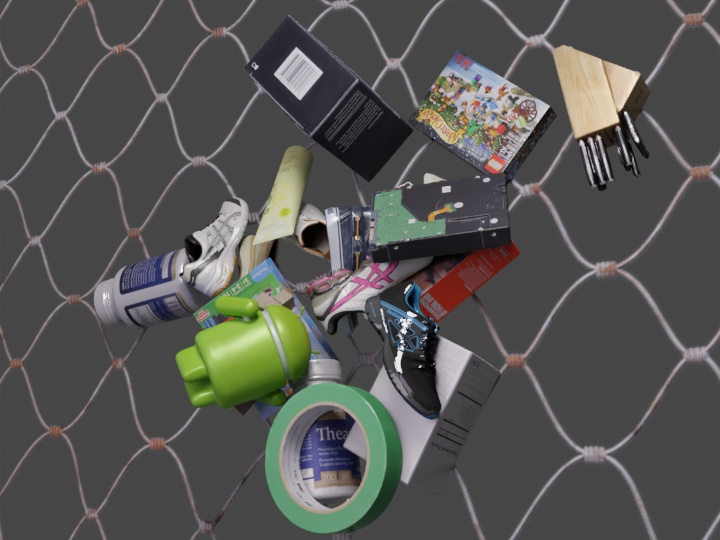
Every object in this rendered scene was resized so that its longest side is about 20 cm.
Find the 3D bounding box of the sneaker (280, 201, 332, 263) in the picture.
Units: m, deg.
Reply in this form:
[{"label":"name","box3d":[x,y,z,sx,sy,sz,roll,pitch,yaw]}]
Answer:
[{"label":"sneaker","box3d":[-0.090,-0.073,1.767,0.199,0.084,0.074,27,89,35]}]

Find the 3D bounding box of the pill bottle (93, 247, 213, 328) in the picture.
[{"label":"pill bottle","box3d":[-0.349,0.036,1.857,0.197,0.111,0.113,-14,66,24]}]

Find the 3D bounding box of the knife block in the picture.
[{"label":"knife block","box3d":[0.333,-0.213,1.590,0.199,0.064,0.177,30,88,33]}]

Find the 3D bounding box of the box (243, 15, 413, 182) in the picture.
[{"label":"box","box3d":[-0.049,-0.271,1.742,0.118,0.200,0.197,-47,58,7]}]

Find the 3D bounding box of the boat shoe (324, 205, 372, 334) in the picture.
[{"label":"boat shoe","box3d":[0.000,0.000,1.673,0.089,0.071,0.203,-6,108,-2]}]

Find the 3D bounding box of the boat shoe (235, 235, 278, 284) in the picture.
[{"label":"boat shoe","box3d":[-0.160,0.032,1.782,0.075,0.072,0.203,-7,69,14]}]

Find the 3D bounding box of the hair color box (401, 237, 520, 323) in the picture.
[{"label":"hair color box","box3d":[0.127,-0.007,1.614,0.200,0.064,0.111,-41,34,12]}]

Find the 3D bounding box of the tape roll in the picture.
[{"label":"tape roll","box3d":[-0.039,0.258,1.505,0.198,0.048,0.204,-7,76,30]}]

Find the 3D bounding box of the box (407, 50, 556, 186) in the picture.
[{"label":"box","box3d":[0.186,-0.236,1.695,0.199,0.038,0.137,38,93,33]}]

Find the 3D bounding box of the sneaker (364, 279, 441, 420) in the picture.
[{"label":"sneaker","box3d":[0.071,0.103,1.479,0.081,0.073,0.202,-30,61,14]}]

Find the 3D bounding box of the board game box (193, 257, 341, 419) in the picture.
[{"label":"board game box","box3d":[-0.145,0.107,1.709,0.150,0.037,0.201,-35,91,14]}]

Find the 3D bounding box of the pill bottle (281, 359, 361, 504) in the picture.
[{"label":"pill bottle","box3d":[-0.059,0.238,1.616,0.110,0.111,0.203,-13,73,24]}]

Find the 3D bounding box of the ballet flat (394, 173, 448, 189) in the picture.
[{"label":"ballet flat","box3d":[0.086,-0.108,1.695,0.198,0.068,0.076,-20,55,26]}]

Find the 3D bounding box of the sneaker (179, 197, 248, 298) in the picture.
[{"label":"sneaker","box3d":[-0.241,-0.053,1.795,0.076,0.087,0.202,-51,22,45]}]

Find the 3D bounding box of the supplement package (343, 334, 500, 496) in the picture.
[{"label":"supplement package","box3d":[0.088,0.196,1.552,0.120,0.120,0.202,26,86,32]}]

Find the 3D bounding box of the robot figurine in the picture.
[{"label":"robot figurine","box3d":[-0.158,0.122,1.557,0.198,0.178,0.116,-21,26,-11]}]

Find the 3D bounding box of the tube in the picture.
[{"label":"tube","box3d":[-0.119,-0.120,1.769,0.058,0.051,0.202,120,168,-47]}]

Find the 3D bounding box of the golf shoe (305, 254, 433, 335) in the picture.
[{"label":"golf shoe","box3d":[0.022,0.024,1.599,0.198,0.073,0.093,-24,82,13]}]

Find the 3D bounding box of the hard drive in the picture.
[{"label":"hard drive","box3d":[0.112,-0.075,1.557,0.197,0.038,0.141,-8,37,9]}]

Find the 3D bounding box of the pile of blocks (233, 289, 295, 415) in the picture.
[{"label":"pile of blocks","box3d":[-0.159,0.117,1.669,0.062,0.082,0.202,32,97,36]}]
